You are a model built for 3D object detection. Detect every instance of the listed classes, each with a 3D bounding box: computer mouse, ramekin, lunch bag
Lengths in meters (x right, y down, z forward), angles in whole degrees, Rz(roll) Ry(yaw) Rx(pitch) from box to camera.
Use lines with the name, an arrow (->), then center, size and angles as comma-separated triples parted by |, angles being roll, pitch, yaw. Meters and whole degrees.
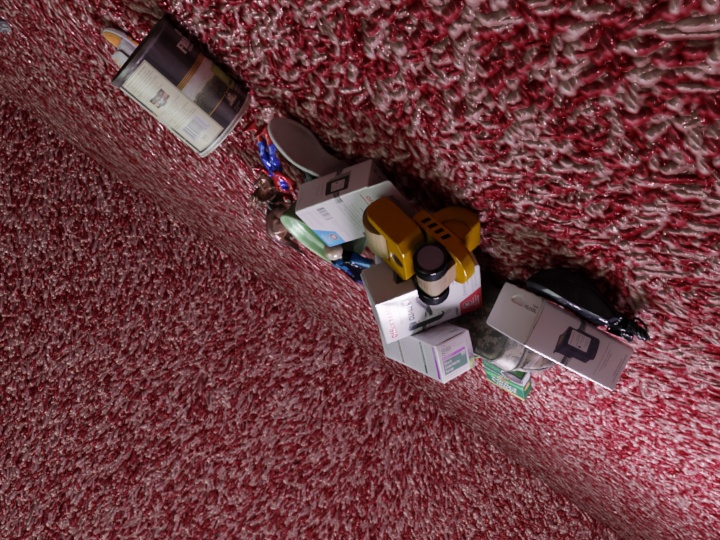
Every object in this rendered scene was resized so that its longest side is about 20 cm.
computer mouse -> 0.359, 0.045, 1.190 | 0.198, 0.053, 0.138 | 27, 179, 3
ramekin -> -0.068, -0.098, 1.646 | 0.199, 0.098, 0.200 | 33, 168, 8
lunch bag -> 0.277, 0.115, 1.456 | 0.167, 0.141, 0.199 | 27, 176, -34

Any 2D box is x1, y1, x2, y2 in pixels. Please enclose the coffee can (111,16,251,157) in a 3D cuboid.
coffee can -> -0.315, -0.321, 1.334 | 0.200, 0.147, 0.146 | 40, 166, -25

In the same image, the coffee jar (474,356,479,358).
coffee jar -> 0.219, 0.142, 1.620 | 0.199, 0.085, 0.105 | -2, -121, -52

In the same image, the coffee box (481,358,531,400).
coffee box -> 0.386, 0.273, 1.979 | 0.122, 0.044, 0.200 | 29, 166, 22

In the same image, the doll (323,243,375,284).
doll -> 0.000, 0.000, 1.554 | 0.200, 0.049, 0.136 | 40, 155, -31

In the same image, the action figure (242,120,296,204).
action figure -> -0.180, -0.212, 1.546 | 0.065, 0.052, 0.201 | 18, 150, 37

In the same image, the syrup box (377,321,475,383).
syrup box -> 0.123, 0.140, 1.443 | 0.199, 0.078, 0.082 | 18, 127, 57

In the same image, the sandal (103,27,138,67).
sandal -> -0.447, -0.413, 1.538 | 0.206, 0.060, 0.079 | 37, 167, -10

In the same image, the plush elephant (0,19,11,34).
plush elephant -> -1.065, -0.646, 2.038 | 0.199, 0.156, 0.165 | 32, 168, 11

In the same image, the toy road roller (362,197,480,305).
toy road roller -> 0.112, -0.055, 1.259 | 0.200, 0.146, 0.123 | 43, 165, 25

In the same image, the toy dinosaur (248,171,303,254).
toy dinosaur -> -0.196, -0.128, 1.753 | 0.085, 0.203, 0.135 | -12, 179, 40

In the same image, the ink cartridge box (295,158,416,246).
ink cartridge box -> -0.002, -0.122, 1.340 | 0.198, 0.067, 0.116 | -15, 139, 30

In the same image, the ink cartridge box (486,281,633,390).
ink cartridge box -> 0.334, 0.109, 1.278 | 0.198, 0.085, 0.145 | 27, -178, -20

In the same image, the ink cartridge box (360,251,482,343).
ink cartridge box -> 0.113, 0.034, 1.366 | 0.145, 0.198, 0.084 | 72, 178, -55

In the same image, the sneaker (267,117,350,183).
sneaker -> -0.102, -0.204, 1.395 | 0.199, 0.071, 0.099 | 35, 163, -21

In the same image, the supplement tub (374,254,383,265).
supplement tub -> 0.114, 0.008, 1.512 | 0.122, 0.123, 0.200 | 26, 164, 33
